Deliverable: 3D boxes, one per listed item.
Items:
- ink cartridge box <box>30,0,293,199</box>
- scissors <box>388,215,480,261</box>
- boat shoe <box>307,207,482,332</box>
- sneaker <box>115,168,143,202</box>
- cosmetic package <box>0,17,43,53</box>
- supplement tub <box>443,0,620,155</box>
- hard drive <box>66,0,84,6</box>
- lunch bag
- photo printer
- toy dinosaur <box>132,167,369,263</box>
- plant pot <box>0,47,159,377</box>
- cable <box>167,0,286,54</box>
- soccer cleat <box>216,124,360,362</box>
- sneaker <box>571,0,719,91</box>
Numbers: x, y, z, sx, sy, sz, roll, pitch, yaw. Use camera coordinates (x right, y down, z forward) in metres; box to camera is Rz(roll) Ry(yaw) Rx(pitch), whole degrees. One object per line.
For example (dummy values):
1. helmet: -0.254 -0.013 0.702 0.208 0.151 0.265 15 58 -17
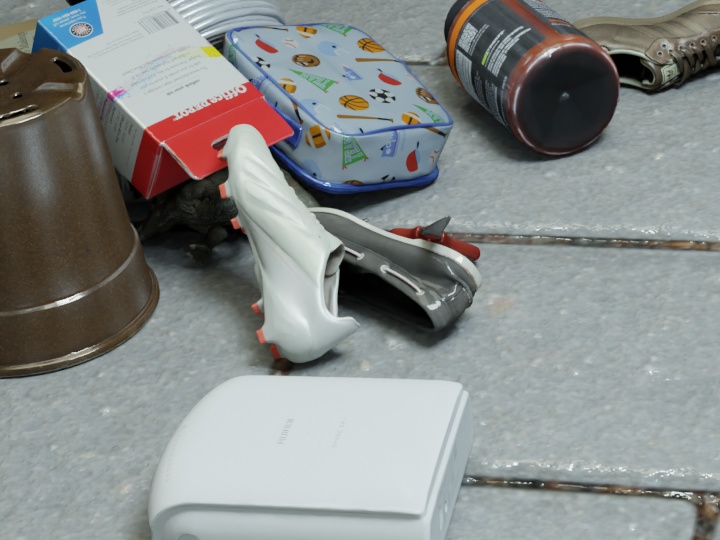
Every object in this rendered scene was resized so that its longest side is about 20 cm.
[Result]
1. ink cartridge box: -0.162 -0.136 1.769 0.116 0.067 0.200 -28 64 -37
2. scissors: 0.046 -0.027 1.653 0.073 0.014 0.200 11 -5 11
3. boat shoe: 0.000 0.000 1.672 0.199 0.067 0.057 14 56 39
4. sneaker: -0.195 -0.087 1.859 0.199 0.074 0.089 -13 25 20
5. cosmetic package: -0.303 -0.188 2.068 0.199 0.071 0.105 -13 30 -11
6. supplement tub: 0.142 -0.184 1.926 0.106 0.107 0.200 -15 30 -14
7. hard drive: -0.229 -0.280 2.121 0.134 0.200 0.043 3 69 16
8. lunch bag: -0.030 -0.141 1.862 0.160 0.076 0.200 -11 39 -38
9. photo printer: -0.036 0.134 1.439 0.199 0.070 0.167 1 30 14
10. toy dinosaur: -0.096 -0.059 1.790 0.199 0.077 0.102 -8 36 4
11. plant pot: -0.268 -0.053 1.693 0.199 0.199 0.201 -5 30 3
12. cable: -0.161 -0.194 1.954 0.200 0.069 0.200 -16 -18 -50
13. soccer cleat: -0.053 -0.025 1.654 0.077 0.069 0.201 -20 66 11
14. sneaker: 0.281 -0.192 1.971 0.199 0.071 0.076 -8 47 5
